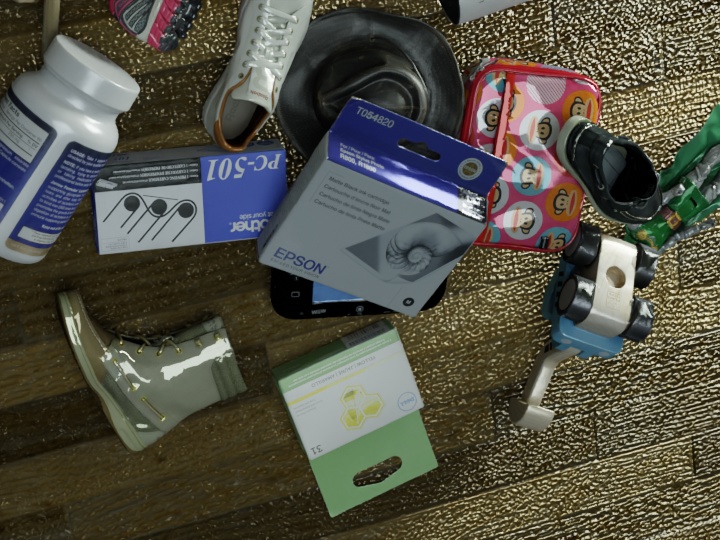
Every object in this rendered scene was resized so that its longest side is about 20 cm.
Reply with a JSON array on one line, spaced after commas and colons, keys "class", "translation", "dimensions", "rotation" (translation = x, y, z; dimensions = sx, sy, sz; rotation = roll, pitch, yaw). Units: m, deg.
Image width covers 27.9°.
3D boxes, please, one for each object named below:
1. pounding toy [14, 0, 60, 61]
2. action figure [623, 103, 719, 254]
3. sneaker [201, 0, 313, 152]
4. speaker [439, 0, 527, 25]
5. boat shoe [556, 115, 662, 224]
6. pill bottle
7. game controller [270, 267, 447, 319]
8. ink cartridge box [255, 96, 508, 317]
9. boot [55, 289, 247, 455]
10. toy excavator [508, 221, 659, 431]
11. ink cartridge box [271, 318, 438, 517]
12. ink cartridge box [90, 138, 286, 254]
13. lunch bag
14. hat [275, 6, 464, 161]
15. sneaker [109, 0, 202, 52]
[{"class": "pounding toy", "translation": [-0.291, -0.307, 1.319], "dimensions": [0.142, 0.184, 0.201], "rotation": [36, 95, -11]}, {"class": "action figure", "translation": [0.366, -0.077, 1.641], "dimensions": [0.200, 0.055, 0.118], "rotation": [-44, 116, 5]}, {"class": "sneaker", "translation": [-0.092, -0.207, 1.433], "dimensions": [0.072, 0.085, 0.202], "rotation": [15, 111, -24]}, {"class": "speaker", "translation": [0.174, -0.320, 1.491], "dimensions": [0.198, 0.081, 0.082], "rotation": [-20, 112, -9]}, {"class": "boat shoe", "translation": [0.281, -0.097, 1.530], "dimensions": [0.075, 0.066, 0.199], "rotation": [-57, 136, -9]}, {"class": "pill bottle", "translation": [-0.303, -0.117, 1.389], "dimensions": [0.115, 0.116, 0.201], "rotation": [31, 103, -22]}, {"class": "game controller", "translation": [0.000, 0.000, 1.564], "dimensions": [0.198, 0.042, 0.106], "rotation": [-3, 108, -14]}, {"class": "ink cartridge box", "translation": [0.024, -0.058, 1.473], "dimensions": [0.198, 0.041, 0.201], "rotation": [19, 123, -25]}, {"class": "boot", "translation": [-0.216, 0.078, 1.511], "dimensions": [0.154, 0.072, 0.201], "rotation": [-27, 118, -6]}, {"class": "toy excavator", "translation": [0.238, 0.069, 1.626], "dimensions": [0.099, 0.200, 0.196], "rotation": [17, 65, -14]}, {"class": "ink cartridge box", "translation": [0.002, 0.173, 1.618], "dimensions": [0.144, 0.048, 0.202], "rotation": [-23, 110, -8]}, {"class": "ink cartridge box", "translation": [-0.175, -0.077, 1.487], "dimensions": [0.198, 0.044, 0.095], "rotation": [-6, 111, -15]}, {"class": "lunch bag", "translation": [0.157, -0.126, 1.552], "dimensions": [0.174, 0.082, 0.202], "rotation": [5, 105, -13]}, {"class": "hat", "translation": [0.007, -0.168, 1.467], "dimensions": [0.198, 0.081, 0.203], "rotation": [1, 108, 3]}, {"class": "sneaker", "translation": [-0.171, -0.315, 1.397], "dimensions": [0.074, 0.081, 0.201], "rotation": [30, 90, 8]}]
